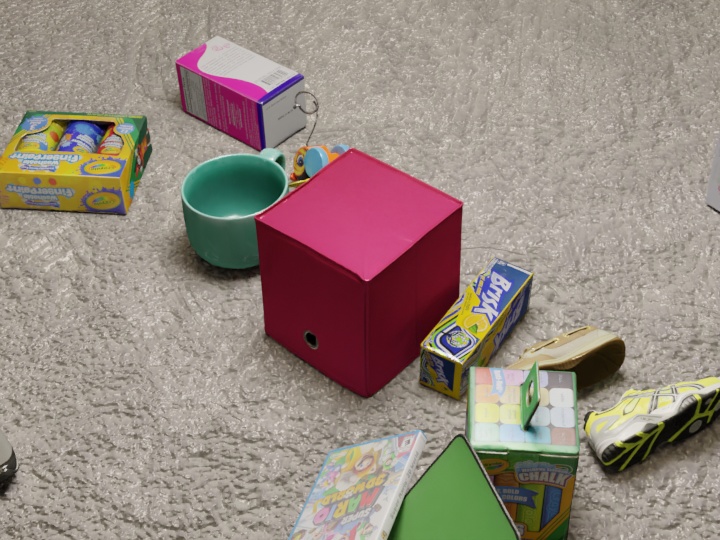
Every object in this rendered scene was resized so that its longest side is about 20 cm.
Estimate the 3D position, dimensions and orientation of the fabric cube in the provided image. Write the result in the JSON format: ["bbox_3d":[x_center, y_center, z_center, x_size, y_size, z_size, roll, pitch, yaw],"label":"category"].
[{"bbox_3d":[0.000,0.000,1.619,0.195,0.201,0.200,30,50,30],"label":"fabric cube"}]

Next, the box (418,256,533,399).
[{"bbox_3d":[0.152,0.072,1.628,0.064,0.070,0.200,23,47,23],"label":"box"}]

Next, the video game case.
[{"bbox_3d":[-0.013,0.267,1.396,0.142,0.018,0.201,-18,30,36],"label":"video game case"}]

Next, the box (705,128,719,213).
[{"bbox_3d":[0.614,-0.182,1.818,0.199,0.178,0.097,-28,48,-27],"label":"box"}]

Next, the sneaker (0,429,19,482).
[{"bbox_3d":[-0.480,0.188,1.516,0.074,0.080,0.200,-27,48,-28],"label":"sneaker"}]

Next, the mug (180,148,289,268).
[{"bbox_3d":[-0.160,-0.081,1.781,0.184,0.115,0.152,-22,45,-23],"label":"mug"}]

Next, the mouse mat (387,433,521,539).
[{"bbox_3d":[0.080,0.291,1.315,0.007,0.201,0.161,18,29,-35],"label":"mouse mat"}]

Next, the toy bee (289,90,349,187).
[{"bbox_3d":[-0.056,-0.151,1.885,0.130,0.109,0.201,11,52,-27],"label":"toy bee"}]

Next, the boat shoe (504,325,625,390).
[{"bbox_3d":[0.236,0.125,1.573,0.198,0.075,0.066,-17,31,-19],"label":"boat shoe"}]

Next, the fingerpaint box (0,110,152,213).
[{"bbox_3d":[-0.438,-0.169,1.923,0.198,0.074,0.168,4,41,7],"label":"fingerpaint box"}]

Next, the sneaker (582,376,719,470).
[{"bbox_3d":[0.359,0.166,1.511,0.198,0.076,0.077,-19,44,-20],"label":"sneaker"}]

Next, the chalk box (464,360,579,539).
[{"bbox_3d":[0.176,0.190,1.393,0.123,0.201,0.125,2,41,5],"label":"chalk box"}]

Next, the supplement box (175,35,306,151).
[{"bbox_3d":[-0.193,-0.287,2.026,0.199,0.104,0.101,30,51,30],"label":"supplement box"}]
